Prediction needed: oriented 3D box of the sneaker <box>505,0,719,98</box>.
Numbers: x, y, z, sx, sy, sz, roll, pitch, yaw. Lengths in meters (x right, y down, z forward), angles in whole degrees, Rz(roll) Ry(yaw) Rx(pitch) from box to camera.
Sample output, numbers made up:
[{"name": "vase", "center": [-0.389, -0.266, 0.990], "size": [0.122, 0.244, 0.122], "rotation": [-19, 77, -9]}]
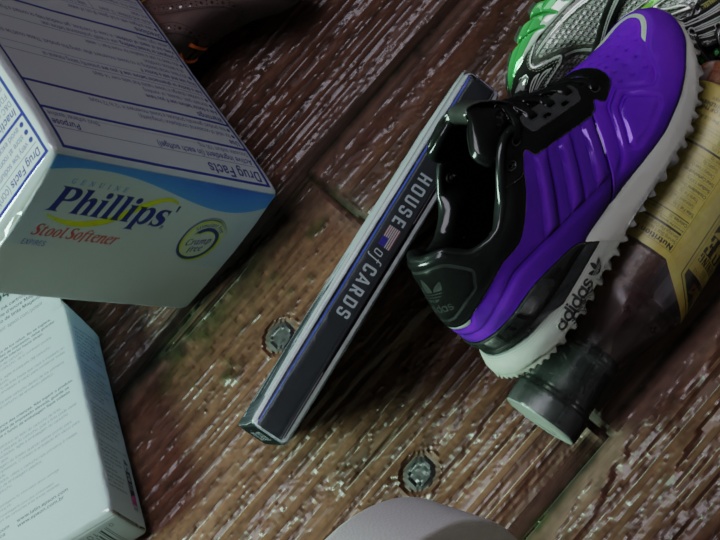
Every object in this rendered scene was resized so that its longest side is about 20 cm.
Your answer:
[{"name": "sneaker", "center": [0.165, -0.131, 0.839], "size": [0.199, 0.078, 0.086], "rotation": [-31, 53, 12]}]

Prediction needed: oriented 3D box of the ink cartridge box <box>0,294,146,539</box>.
[{"name": "ink cartridge box", "center": [-0.234, 0.118, 0.967], "size": [0.195, 0.043, 0.201], "rotation": [-32, 49, 13]}]

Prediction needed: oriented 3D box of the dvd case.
[{"name": "dvd case", "center": [0.000, 0.000, 0.835], "size": [0.025, 0.150, 0.201], "rotation": [33, 82, -2]}]

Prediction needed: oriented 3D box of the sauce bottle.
[{"name": "sauce bottle", "center": [0.143, -0.008, 0.794], "size": [0.066, 0.066, 0.201], "rotation": [30, 84, 39]}]

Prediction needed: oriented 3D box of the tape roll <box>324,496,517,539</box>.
[{"name": "tape roll", "center": [0.012, 0.198, 0.670], "size": [0.037, 0.203, 0.205], "rotation": [12, 71, 34]}]

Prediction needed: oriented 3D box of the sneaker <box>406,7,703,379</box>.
[{"name": "sneaker", "center": [0.087, -0.059, 0.758], "size": [0.069, 0.099, 0.201], "rotation": [-5, 52, 61]}]

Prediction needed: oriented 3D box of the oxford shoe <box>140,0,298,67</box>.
[{"name": "oxford shoe", "center": [-0.118, -0.151, 1.039], "size": [0.198, 0.071, 0.074], "rotation": [-12, 79, 31]}]

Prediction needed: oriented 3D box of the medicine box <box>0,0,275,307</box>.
[{"name": "medicine box", "center": [-0.179, -0.087, 0.921], "size": [0.103, 0.181, 0.201], "rotation": [-48, 61, 22]}]
